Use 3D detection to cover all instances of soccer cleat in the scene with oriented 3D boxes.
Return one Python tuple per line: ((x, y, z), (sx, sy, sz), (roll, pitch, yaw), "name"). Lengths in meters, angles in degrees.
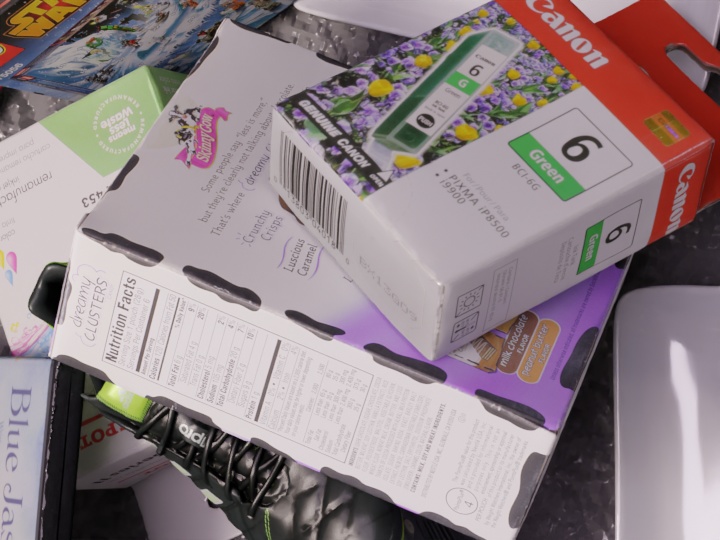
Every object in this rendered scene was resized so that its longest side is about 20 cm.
((-0.063, 0.062, 1.073), (0.200, 0.081, 0.068), (41, 109, 35), "soccer cleat")

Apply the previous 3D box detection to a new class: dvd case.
((-0.181, 0.110, 1.198), (0.200, 0.017, 0.143), (-2, 82, 57), "dvd case")

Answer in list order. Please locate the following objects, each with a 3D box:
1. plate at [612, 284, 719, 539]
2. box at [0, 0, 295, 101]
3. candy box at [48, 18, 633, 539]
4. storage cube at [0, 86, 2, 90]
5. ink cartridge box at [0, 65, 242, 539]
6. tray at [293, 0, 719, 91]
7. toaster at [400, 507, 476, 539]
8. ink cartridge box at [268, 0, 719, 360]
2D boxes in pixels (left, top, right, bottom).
((0.200, 0.106, 1.072), (0.199, 0.032, 0.201), (-1, 86, 26), "plate")
((-0.079, -0.140, 1.140), (0.200, 0.137, 0.040), (-32, 67, 30), "box")
((0.000, 0.000, 1.065), (0.199, 0.168, 0.072), (22, 130, 6), "candy box")
((-0.309, -0.085, 1.232), (0.180, 0.200, 0.171), (38, 103, 28), "storage cube")
((-0.094, 0.024, 1.193), (0.117, 0.067, 0.201), (-26, 77, 21), "ink cartridge box")
((0.071, -0.145, 1.152), (0.199, 0.022, 0.108), (15, 94, 25), "tray")
((0.024, 0.201, 1.106), (0.129, 0.114, 0.201), (-36, 75, 22), "toaster")
((0.075, -0.055, 1.030), (0.199, 0.050, 0.109), (-28, 58, -24), "ink cartridge box")
